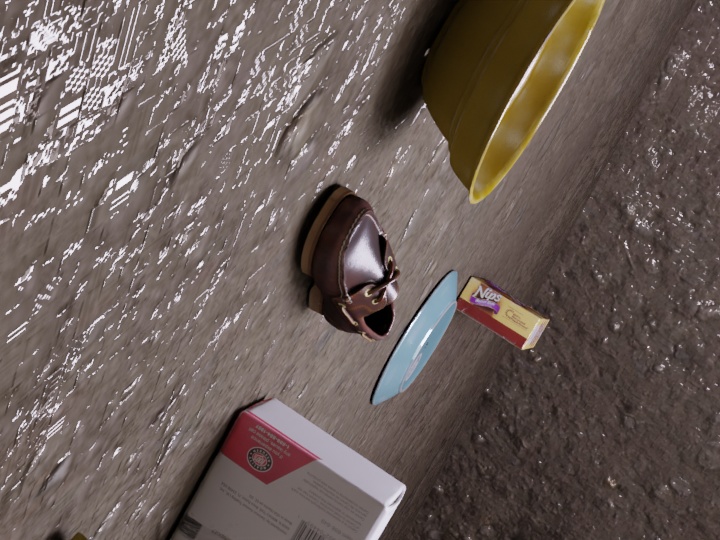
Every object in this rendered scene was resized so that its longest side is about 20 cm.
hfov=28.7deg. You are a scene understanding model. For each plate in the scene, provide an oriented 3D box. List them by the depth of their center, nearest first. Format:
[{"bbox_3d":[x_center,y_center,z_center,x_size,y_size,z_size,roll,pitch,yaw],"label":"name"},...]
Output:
[{"bbox_3d":[0.077,0.091,1.785,0.201,0.025,0.200,-56,170,-16],"label":"plate"}]

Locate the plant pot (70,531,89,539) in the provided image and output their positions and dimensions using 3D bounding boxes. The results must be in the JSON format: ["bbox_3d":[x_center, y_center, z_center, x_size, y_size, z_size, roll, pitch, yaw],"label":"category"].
[{"bbox_3d":[-0.175,0.322,0.896,0.176,0.200,0.200,-40,163,-21],"label":"plant pot"}]

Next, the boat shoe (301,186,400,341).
[{"bbox_3d":[0.000,0.000,1.075,0.071,0.070,0.200,-54,167,-13],"label":"boat shoe"}]

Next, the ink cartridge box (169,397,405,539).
[{"bbox_3d":[-0.074,0.231,1.167,0.201,0.145,0.085,-60,170,11],"label":"ink cartridge box"}]

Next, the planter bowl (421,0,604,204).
[{"bbox_3d":[0.102,-0.157,1.058,0.201,0.083,0.201,-55,169,-15],"label":"planter bowl"}]

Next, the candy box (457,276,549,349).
[{"bbox_3d":[0.209,0.063,2.049,0.057,0.116,0.200,-59,169,6],"label":"candy box"}]
